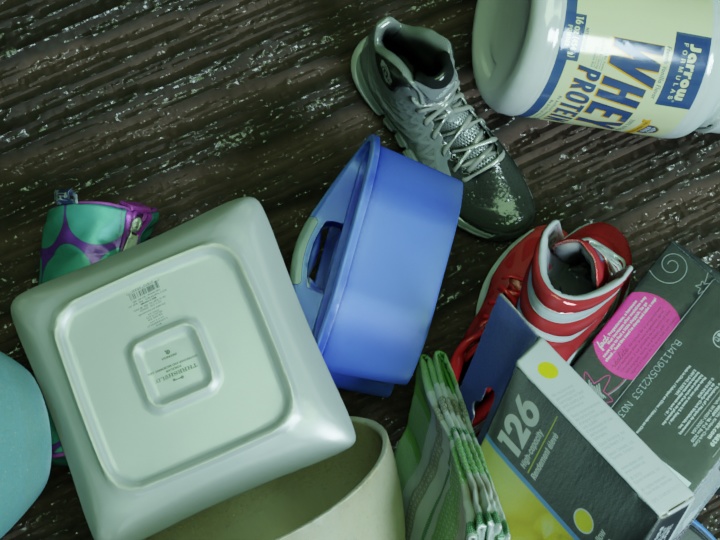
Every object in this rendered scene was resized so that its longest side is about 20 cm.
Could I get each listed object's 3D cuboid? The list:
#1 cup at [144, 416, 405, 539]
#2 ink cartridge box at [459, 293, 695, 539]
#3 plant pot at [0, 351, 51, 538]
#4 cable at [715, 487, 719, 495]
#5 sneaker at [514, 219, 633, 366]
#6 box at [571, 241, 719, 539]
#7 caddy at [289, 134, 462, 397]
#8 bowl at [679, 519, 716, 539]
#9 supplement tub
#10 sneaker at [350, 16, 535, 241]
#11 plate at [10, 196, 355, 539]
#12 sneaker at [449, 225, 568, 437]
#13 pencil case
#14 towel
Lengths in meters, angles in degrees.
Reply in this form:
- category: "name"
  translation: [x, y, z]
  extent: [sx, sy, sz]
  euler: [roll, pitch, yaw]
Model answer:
- category: "cup"
  translation: [-0.047, 0.215, 1.402]
  extent: [0.199, 0.200, 0.144]
  euler: [-26, 108, -12]
- category: "ink cartridge box"
  translation: [0.117, 0.154, 1.347]
  extent: [0.047, 0.198, 0.200]
  euler: [-22, 55, -37]
- category: "plant pot"
  translation: [-0.296, 0.122, 1.388]
  extent: [0.134, 0.200, 0.202]
  euler: [-7, 77, -30]
- category: "cable"
  translation: [0.319, 0.104, 1.529]
  extent: [0.199, 0.051, 0.164]
  euler: [25, 75, -2]
- category: "sneaker"
  translation: [0.163, -0.003, 1.423]
  extent: [0.071, 0.113, 0.200]
  euler: [29, 41, 9]
- category: "box"
  translation: [0.218, 0.107, 1.440]
  extent: [0.132, 0.115, 0.200]
  euler: [37, 79, 16]
- category: "caddy"
  translation: [0.000, 0.000, 1.467]
  extent: [0.104, 0.141, 0.201]
  euler: [18, 75, -8]
- category: "bowl"
  translation: [0.199, 0.266, 1.482]
  extent: [0.199, 0.039, 0.202]
  euler: [2, 77, -7]
- category: "supplement tub"
  translation: [0.200, -0.180, 1.521]
  extent: [0.199, 0.145, 0.146]
  euler: [7, 76, -17]
- category: "sneaker"
  translation: [0.066, -0.112, 1.513]
  extent: [0.075, 0.116, 0.200]
  euler: [-39, 84, -14]
- category: "plate"
  translation: [-0.130, 0.069, 1.385]
  extent: [0.198, 0.032, 0.201]
  euler: [-23, 76, 1]
- category: "sneaker"
  translation: [0.118, 0.046, 1.483]
  extent: [0.078, 0.116, 0.201]
  euler: [26, 75, 0]
- category: "pencil case"
  translation: [-0.196, 0.045, 1.457]
  extent: [0.085, 0.092, 0.202]
  euler: [11, 75, -40]
- category: "towel"
  translation: [0.051, 0.172, 1.383]
  extent: [0.030, 0.150, 0.200]
  euler: [6, 33, -17]
